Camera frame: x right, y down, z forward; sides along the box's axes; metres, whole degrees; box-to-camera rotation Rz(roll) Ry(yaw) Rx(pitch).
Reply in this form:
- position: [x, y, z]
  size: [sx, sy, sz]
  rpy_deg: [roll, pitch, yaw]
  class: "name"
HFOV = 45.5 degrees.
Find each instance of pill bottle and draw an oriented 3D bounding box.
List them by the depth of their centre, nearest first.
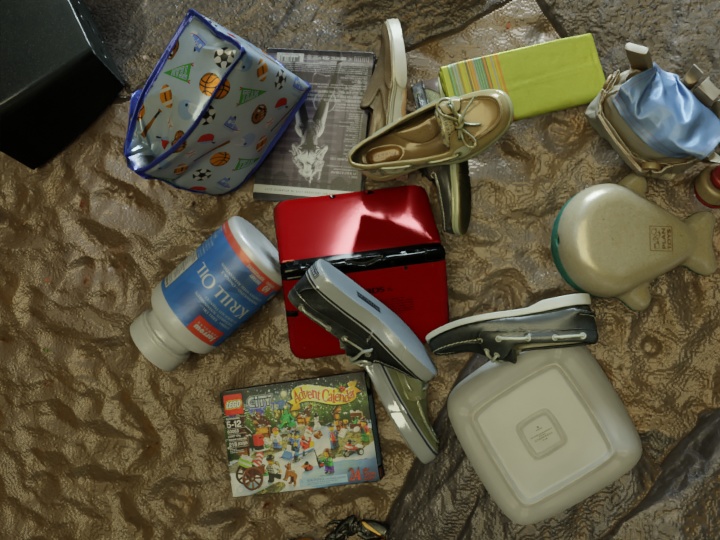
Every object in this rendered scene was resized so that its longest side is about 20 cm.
- position: [-0.196, 0.035, 1.101]
  size: [0.200, 0.112, 0.112]
  rpy_deg: [-42, 81, 8]
  class: "pill bottle"

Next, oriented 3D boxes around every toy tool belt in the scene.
- position: [0.359, -0.163, 0.966]
  size: [0.200, 0.123, 0.125]
  rpy_deg: [41, 70, 11]
  class: "toy tool belt"

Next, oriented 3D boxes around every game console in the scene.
- position: [0.000, 0.000, 1.068]
  size: [0.197, 0.119, 0.174]
  rpy_deg: [-7, 109, -5]
  class: "game console"

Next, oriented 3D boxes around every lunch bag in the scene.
- position: [-0.187, -0.192, 1.067]
  size: [0.124, 0.170, 0.201]
  rpy_deg: [39, 103, 26]
  class: "lunch bag"

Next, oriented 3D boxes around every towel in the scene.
- position: [0.198, -0.226, 1.042]
  size: [0.198, 0.018, 0.087]
  rpy_deg: [-14, 86, -7]
  class: "towel"

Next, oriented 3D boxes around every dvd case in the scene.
- position: [-0.061, -0.187, 1.127]
  size: [0.147, 0.016, 0.203]
  rpy_deg: [5, 89, 12]
  class: "dvd case"

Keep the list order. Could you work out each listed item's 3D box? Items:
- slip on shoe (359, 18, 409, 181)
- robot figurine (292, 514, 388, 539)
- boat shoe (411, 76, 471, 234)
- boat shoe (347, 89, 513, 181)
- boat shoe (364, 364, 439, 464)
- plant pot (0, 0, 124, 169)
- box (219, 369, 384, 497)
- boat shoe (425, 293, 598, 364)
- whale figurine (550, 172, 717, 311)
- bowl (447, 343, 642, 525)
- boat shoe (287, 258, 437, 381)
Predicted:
- position: [0.028, -0.213, 1.081]
  size: [0.060, 0.076, 0.203]
  rpy_deg: [-2, 95, 2]
  class: "slip on shoe"
- position: [-0.039, 0.394, 1.083]
  size: [0.198, 0.058, 0.147]
  rpy_deg: [-16, 86, 12]
  class: "robot figurine"
- position: [0.098, -0.141, 1.068]
  size: [0.065, 0.072, 0.204]
  rpy_deg: [-6, 82, 17]
  class: "boat shoe"
- position: [0.081, -0.154, 0.999]
  size: [0.198, 0.063, 0.074]
  rpy_deg: [-23, 84, 20]
  class: "boat shoe"
- position: [0.051, 0.140, 1.067]
  size: [0.062, 0.072, 0.201]
  rpy_deg: [-29, 81, 2]
  class: "boat shoe"
- position: [-0.430, -0.279, 1.128]
  size: [0.176, 0.200, 0.202]
  rpy_deg: [-26, 83, -1]
  class: "plant pot"
- position: [-0.076, 0.210, 1.107]
  size: [0.198, 0.038, 0.138]
  rpy_deg: [-10, 87, 12]
  class: "box"
- position: [0.173, 0.077, 0.993]
  size: [0.198, 0.075, 0.061]
  rpy_deg: [-16, 75, 20]
  class: "boat shoe"
- position: [0.318, -0.032, 1.013]
  size: [0.197, 0.104, 0.161]
  rpy_deg: [-1, 84, -12]
  class: "whale figurine"
- position: [0.216, 0.191, 1.028]
  size: [0.199, 0.075, 0.201]
  rpy_deg: [-32, 81, 11]
  class: "bowl"
- position: [0.002, 0.074, 0.990]
  size: [0.199, 0.074, 0.068]
  rpy_deg: [39, 107, -24]
  class: "boat shoe"
